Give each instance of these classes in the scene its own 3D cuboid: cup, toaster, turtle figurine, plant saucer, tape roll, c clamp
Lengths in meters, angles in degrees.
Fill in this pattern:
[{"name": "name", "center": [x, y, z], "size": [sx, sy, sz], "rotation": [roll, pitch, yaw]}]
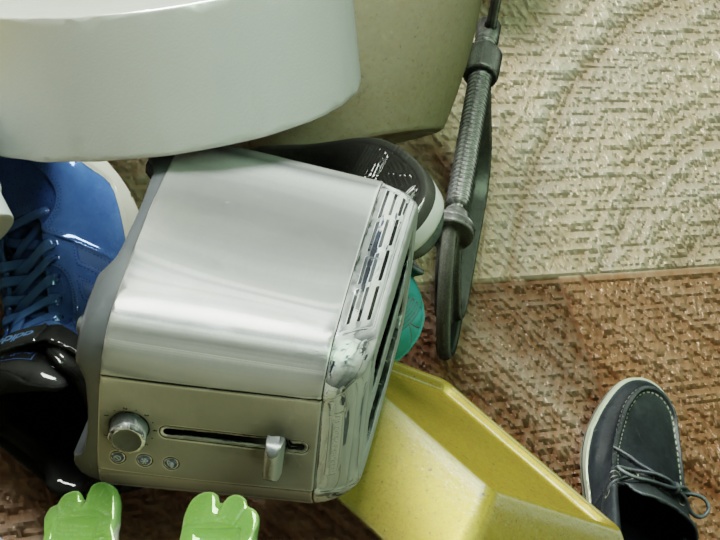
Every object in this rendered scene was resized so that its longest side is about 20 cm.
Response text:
[{"name": "cup", "center": [-0.016, -0.138, 1.385], "size": [0.200, 0.200, 0.144], "rotation": [-9, 88, -45]}, {"name": "toaster", "center": [-0.049, 0.020, 1.156], "size": [0.129, 0.114, 0.200], "rotation": [11, 38, 5]}, {"name": "turtle figurine", "center": [-0.059, 0.149, 1.168], "size": [0.200, 0.194, 0.144], "rotation": [-44, 53, -15]}, {"name": "plant saucer", "center": [0.041, 0.099, 1.262], "size": [0.200, 0.049, 0.200], "rotation": [41, 10, 33]}, {"name": "tape roll", "center": [-0.100, -0.113, 1.219], "size": [0.202, 0.202, 0.071], "rotation": [-27, 117, -48]}, {"name": "c clamp", "center": [0.059, -0.058, 1.431], "size": [0.027, 0.171, 0.201], "rotation": [7, 56, 5]}]

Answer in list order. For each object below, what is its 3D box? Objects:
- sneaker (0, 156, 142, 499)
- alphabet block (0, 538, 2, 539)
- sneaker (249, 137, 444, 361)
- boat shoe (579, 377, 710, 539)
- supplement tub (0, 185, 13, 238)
[{"name": "sneaker", "center": [-0.153, 0.019, 1.225], "size": [0.111, 0.077, 0.201], "rotation": [-24, 88, -57]}, {"name": "alphabet block", "center": [-0.159, 0.220, 0.955], "size": [0.196, 0.200, 0.195], "rotation": [44, 74, -13]}, {"name": "sneaker", "center": [0.000, 0.000, 1.312], "size": [0.121, 0.200, 0.084], "rotation": [48, 69, -27]}, {"name": "boat shoe", "center": [0.164, 0.141, 1.451], "size": [0.074, 0.062, 0.200], "rotation": [33, 45, -20]}, {"name": "supplement tub", "center": [-0.259, -0.080, 1.141], "size": [0.145, 0.145, 0.200], "rotation": [-24, 82, -47]}]
